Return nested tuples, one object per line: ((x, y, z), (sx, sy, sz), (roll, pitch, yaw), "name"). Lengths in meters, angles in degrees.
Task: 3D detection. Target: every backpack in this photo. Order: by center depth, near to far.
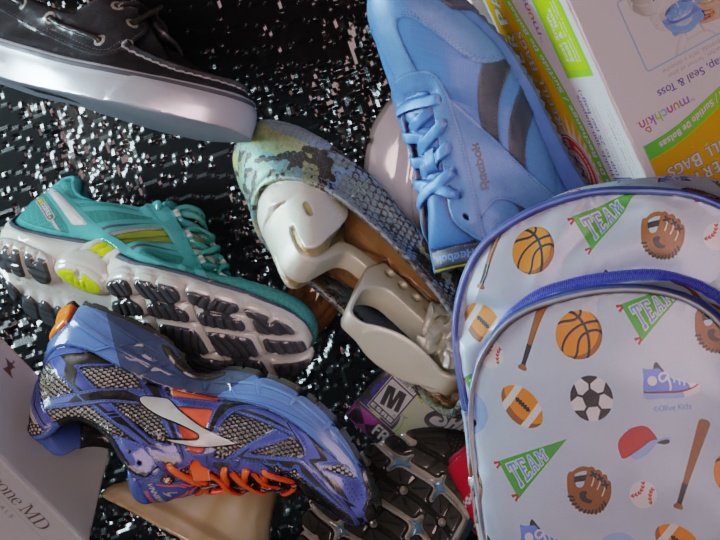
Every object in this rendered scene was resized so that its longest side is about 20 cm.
((0.125, 0.053, 1.352), (0.199, 0.154, 0.191), (-9, 87, 13), "backpack")

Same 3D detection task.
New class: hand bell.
((-0.045, 0.054, 1.560), (0.104, 0.104, 0.201), (26, 83, 9), "hand bell")

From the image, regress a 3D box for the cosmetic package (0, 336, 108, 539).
((-0.243, 0.118, 1.549), (0.199, 0.071, 0.101), (-22, 127, 26), "cosmetic package")

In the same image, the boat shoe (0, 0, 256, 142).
((-0.133, -0.117, 1.552), (0.199, 0.070, 0.067), (16, 86, 35), "boat shoe")

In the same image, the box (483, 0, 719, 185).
((0.131, -0.130, 1.447), (0.101, 0.112, 0.201), (-28, 99, -15), "box")

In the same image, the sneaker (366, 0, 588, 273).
((0.053, -0.052, 1.449), (0.078, 0.066, 0.200), (-38, 103, -27), "sneaker")

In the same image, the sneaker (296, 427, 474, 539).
((0.008, 0.162, 1.539), (0.078, 0.090, 0.200), (44, 112, 26), "sneaker")

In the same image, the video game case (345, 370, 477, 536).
((0.123, 0.073, 1.538), (0.200, 0.036, 0.181), (42, 99, 7), "video game case")

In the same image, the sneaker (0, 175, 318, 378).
((-0.102, -0.003, 1.537), (0.199, 0.078, 0.080), (21, 58, 31), "sneaker")

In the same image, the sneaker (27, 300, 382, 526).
((-0.079, 0.088, 1.478), (0.199, 0.075, 0.079), (20, 70, 23), "sneaker")

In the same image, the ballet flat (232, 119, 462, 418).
((0.000, 0.000, 1.495), (0.200, 0.074, 0.074), (39, 98, 14), "ballet flat")

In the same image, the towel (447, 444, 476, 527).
((0.142, 0.138, 1.429), (0.144, 0.022, 0.200), (-29, 63, 3), "towel")

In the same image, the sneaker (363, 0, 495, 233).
((0.057, -0.111, 1.523), (0.087, 0.074, 0.201), (9, 102, 24), "sneaker")
